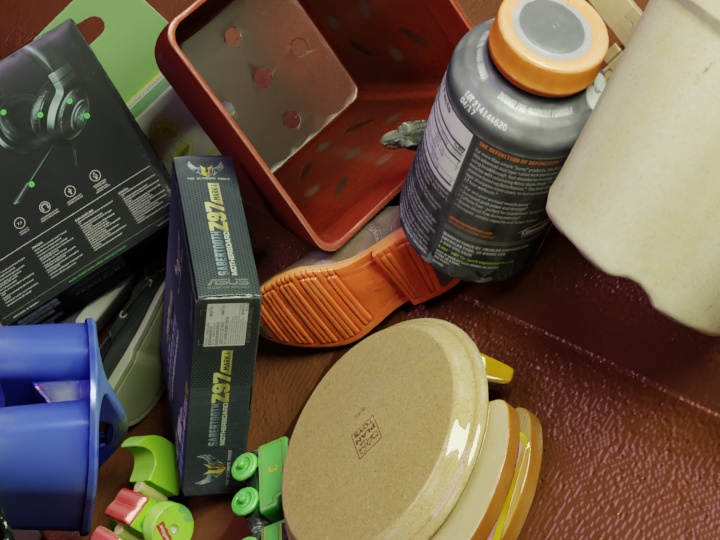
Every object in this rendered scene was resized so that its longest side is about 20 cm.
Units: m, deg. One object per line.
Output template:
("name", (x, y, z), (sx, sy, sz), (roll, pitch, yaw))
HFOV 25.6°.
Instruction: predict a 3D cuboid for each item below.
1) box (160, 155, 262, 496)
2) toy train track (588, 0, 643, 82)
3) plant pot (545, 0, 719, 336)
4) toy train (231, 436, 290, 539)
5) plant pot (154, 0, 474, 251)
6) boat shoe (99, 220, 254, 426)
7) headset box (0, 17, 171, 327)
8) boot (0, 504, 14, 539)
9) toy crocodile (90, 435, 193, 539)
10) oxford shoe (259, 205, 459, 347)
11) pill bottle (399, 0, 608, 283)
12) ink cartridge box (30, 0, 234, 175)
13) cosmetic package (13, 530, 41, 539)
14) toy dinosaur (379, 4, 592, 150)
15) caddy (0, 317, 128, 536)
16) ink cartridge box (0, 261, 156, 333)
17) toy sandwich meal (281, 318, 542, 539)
("box", (-0.114, 0.041, 1.171), (0.159, 0.050, 0.202), (-105, 19, -47))
("toy train track", (0.172, -0.124, 1.092), (0.200, 0.032, 0.115), (-41, 78, 30))
("plant pot", (0.208, -0.074, 0.914), (0.184, 0.199, 0.201), (-55, 36, 16))
("toy train", (-0.057, 0.203, 1.089), (0.056, 0.042, 0.202), (-24, 45, 18))
("plant pot", (-0.044, -0.154, 1.212), (0.200, 0.201, 0.176), (-42, 18, -17))
("boat shoe", (-0.163, 0.031, 1.310), (0.066, 0.074, 0.201), (37, 100, 41))
("headset box", (-0.255, -0.077, 1.274), (0.173, 0.201, 0.093), (-33, -7, -6))
("boot", (-0.273, 0.237, 1.148), (0.073, 0.200, 0.162), (-23, -4, -25))
("toy crocodile", (-0.185, 0.222, 1.191), (0.067, 0.062, 0.202), (7, 67, 49))
("oxford shoe", (0.000, 0.000, 1.175), (0.198, 0.072, 0.073), (-19, 31, 28))
("pill bottle", (0.096, -0.089, 1.019), (0.201, 0.105, 0.107), (110, 167, -53))
("ink cartridge box", (-0.193, -0.143, 1.373), (0.145, 0.200, 0.048), (-39, 36, 17))
("cosmetic package", (-0.367, 0.217, 1.376), (0.114, 0.081, 0.199), (-57, 38, -2))
("toy dinosaur", (0.109, -0.130, 1.131), (0.199, 0.088, 0.048), (-38, 68, 3))
("caddy", (-0.231, 0.122, 1.218), (0.201, 0.103, 0.143), (112, 154, -58))
("ink cartridge box", (-0.282, 0.007, 1.354), (0.201, 0.144, 0.084), (-51, 1, -11))
("toy sandwich meal", (0.031, 0.123, 1.037), (0.204, 0.070, 0.207), (-33, 40, 33))
